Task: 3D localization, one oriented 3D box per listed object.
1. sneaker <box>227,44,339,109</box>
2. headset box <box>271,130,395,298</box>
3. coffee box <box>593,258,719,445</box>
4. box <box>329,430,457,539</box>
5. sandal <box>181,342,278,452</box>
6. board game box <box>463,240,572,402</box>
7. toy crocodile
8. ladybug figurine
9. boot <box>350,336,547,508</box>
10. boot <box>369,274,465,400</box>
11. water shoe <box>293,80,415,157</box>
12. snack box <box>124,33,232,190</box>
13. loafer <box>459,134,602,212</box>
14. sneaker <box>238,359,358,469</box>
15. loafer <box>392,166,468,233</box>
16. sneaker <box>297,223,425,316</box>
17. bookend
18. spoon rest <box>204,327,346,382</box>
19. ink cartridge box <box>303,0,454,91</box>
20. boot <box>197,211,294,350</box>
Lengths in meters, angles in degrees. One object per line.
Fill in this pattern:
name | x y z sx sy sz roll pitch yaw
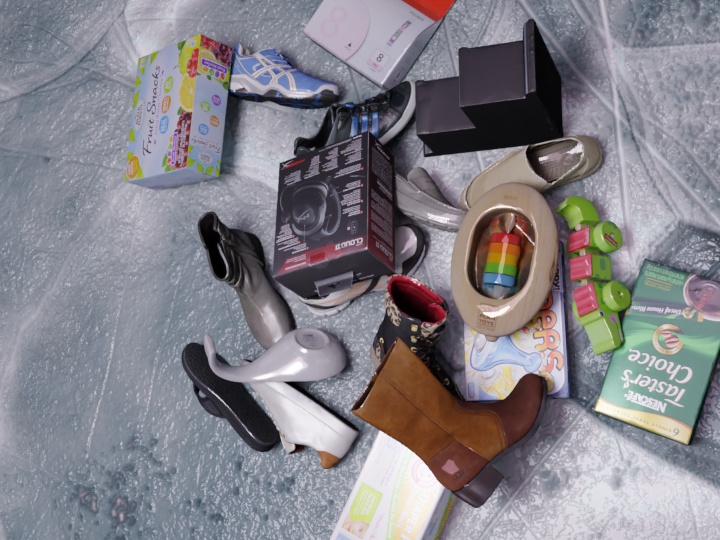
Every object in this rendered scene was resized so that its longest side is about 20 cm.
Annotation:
sneaker | -0.120 -0.286 1.415 0.198 0.076 0.078 14 90 21
headset box | -0.034 -0.064 1.265 0.148 0.077 0.202 -17 58 28
coffee box | 0.374 0.100 1.174 0.122 0.044 0.202 20 88 23
box | 0.050 0.305 1.230 0.112 0.101 0.202 24 89 22
sandal | -0.198 0.186 1.366 0.201 0.075 0.048 48 116 21
board game box | 0.202 0.068 1.251 0.134 0.034 0.202 -6 79 20
toy crocodile | 0.288 0.004 1.199 0.067 0.061 0.202 -26 64 53
ladybug figurine | 0.184 -0.008 1.213 0.134 0.072 0.202 12 84 24
boot | 0.111 0.151 1.153 0.200 0.068 0.189 41 78 -7
boot | 0.084 0.112 1.215 0.073 0.152 0.200 -20 50 -25
water shoe | -0.006 -0.206 1.345 0.200 0.079 0.072 -40 35 10
snack box | -0.275 -0.232 1.441 0.168 0.067 0.202 -3 77 45
loafer | 0.218 -0.129 1.262 0.199 0.068 0.076 -26 72 15
sneaker | -0.104 0.199 1.323 0.199 0.073 0.085 33 91 21
loafer | 0.075 -0.106 1.304 0.199 0.070 0.070 26 92 31
sneaker | 0.000 0.000 1.318 0.199 0.080 0.074 -32 69 11
bookend | 0.147 -0.226 1.237 0.198 0.198 0.093 -4 79 21
spoon rest | -0.115 0.117 1.301 0.100 0.198 0.061 -118 36 -51
ink cartridge box | 0.036 -0.382 1.390 0.162 0.057 0.201 37 99 23
boot | -0.169 0.021 1.349 0.067 0.130 0.202 -28 72 14
